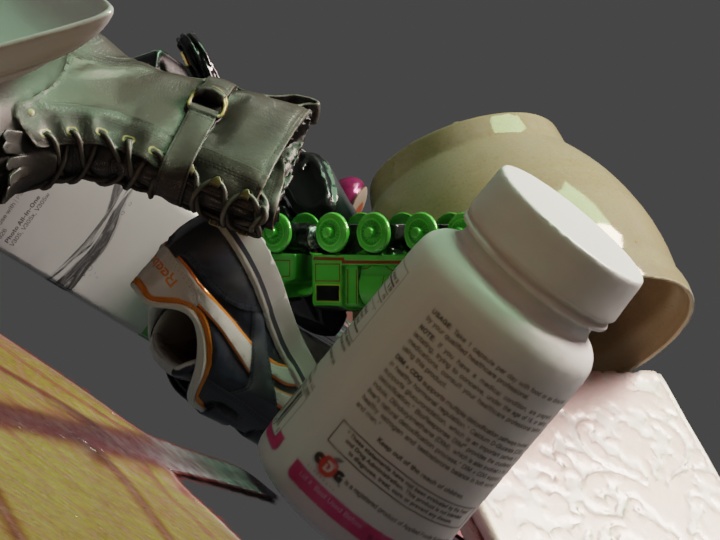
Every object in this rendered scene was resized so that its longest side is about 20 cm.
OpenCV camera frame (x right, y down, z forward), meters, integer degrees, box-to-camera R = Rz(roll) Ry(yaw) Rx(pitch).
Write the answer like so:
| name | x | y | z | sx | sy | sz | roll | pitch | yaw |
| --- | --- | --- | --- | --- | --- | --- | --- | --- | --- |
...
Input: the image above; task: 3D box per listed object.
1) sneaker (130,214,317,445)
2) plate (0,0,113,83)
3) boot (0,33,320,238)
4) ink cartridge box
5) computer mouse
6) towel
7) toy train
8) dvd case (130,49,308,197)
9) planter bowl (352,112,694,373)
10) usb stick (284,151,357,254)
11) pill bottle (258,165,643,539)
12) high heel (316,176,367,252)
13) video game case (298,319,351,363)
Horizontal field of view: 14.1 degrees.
| name | x | y | z | sx | sy | sz | roll | pitch | yaw |
| --- | --- | --- | --- | --- | --- | --- | --- | --- | --- |
| sneaker | -0.068 | 0.051 | 1.600 | 0.078 | 0.079 | 0.200 | 45 | -16 | 48 |
| plate | -0.244 | -0.120 | 1.498 | 0.200 | 0.199 | 0.032 | -138 | -148 | -58 |
| boot | -0.123 | -0.059 | 1.508 | 0.173 | 0.069 | 0.200 | 23 | 45 | 9 |
| ink cartridge box | -0.174 | -0.047 | 1.686 | 0.200 | 0.084 | 0.146 | 34 | 5 | -42 |
| computer mouse | -0.065 | -0.048 | 1.720 | 0.201 | 0.034 | 0.059 | 63 | 3 | 5 |
| towel | 0.134 | 0.139 | 1.652 | 0.199 | 0.032 | 0.191 | 1 | 48 | -37 |
| toy train | 0.000 | -0.005 | 1.612 | 0.199 | 0.057 | 0.042 | 1 | 1 | 36 |
| dvd case | -0.148 | -0.073 | 1.827 | 0.199 | 0.025 | 0.150 | -15 | -35 | 39 |
| planter bowl | 0.080 | -0.007 | 1.699 | 0.200 | 0.200 | 0.135 | 30 | 38 | -61 |
| usb stick | 0.000 | 0.000 | 1.771 | 0.056 | 0.033 | 0.200 | 63 | 2 | 39 |
| pill bottle | 0.048 | 0.051 | 1.504 | 0.113 | 0.200 | 0.113 | 37 | 13 | -10 |
| high heel | -0.071 | -0.029 | 1.979 | 0.096 | 0.200 | 0.067 | 42 | 47 | -2 |
| video game case | -0.031 | 0.040 | 1.848 | 0.200 | 0.023 | 0.182 | 32 | 6 | -44 |
